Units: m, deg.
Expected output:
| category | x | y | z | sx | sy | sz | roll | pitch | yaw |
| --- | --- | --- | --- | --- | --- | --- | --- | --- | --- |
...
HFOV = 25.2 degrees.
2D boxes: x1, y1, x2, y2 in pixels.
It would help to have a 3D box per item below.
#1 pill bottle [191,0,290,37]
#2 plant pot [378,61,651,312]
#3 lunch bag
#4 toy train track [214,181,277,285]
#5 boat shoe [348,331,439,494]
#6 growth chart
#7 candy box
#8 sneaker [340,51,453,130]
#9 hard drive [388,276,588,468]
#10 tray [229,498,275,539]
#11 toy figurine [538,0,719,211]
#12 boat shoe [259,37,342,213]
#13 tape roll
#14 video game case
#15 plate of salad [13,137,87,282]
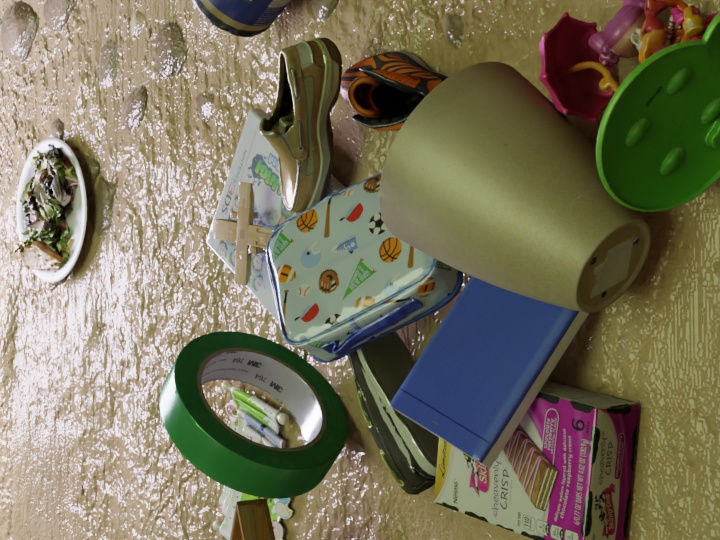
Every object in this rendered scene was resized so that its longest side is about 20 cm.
| category | x | y | z | sx | sy | sz | roll | pitch | yaw |
| --- | --- | --- | --- | --- | --- | --- | --- | --- | --- |
| pill bottle | -0.097 | -0.356 | 1.757 | 0.200 | 0.112 | 0.112 | -44 | 58 | 42 |
| plant pot | 0.151 | -0.055 | 1.414 | 0.200 | 0.187 | 0.188 | 38 | 120 | 34 |
| lunch bag | 0.000 | 0.000 | 1.614 | 0.200 | 0.076 | 0.161 | -29 | 57 | 22 |
| toy train track | -0.094 | -0.036 | 1.781 | 0.200 | 0.032 | 0.115 | 12 | 101 | 52 |
| boat shoe | 0.027 | 0.131 | 1.642 | 0.061 | 0.072 | 0.202 | -46 | 59 | 36 |
| growth chart | -0.123 | 0.240 | 1.872 | 0.145 | 0.018 | 0.201 | 16 | 104 | 49 |
| candy box | 0.158 | 0.171 | 1.491 | 0.200 | 0.061 | 0.137 | 11 | 99 | 51 |
| sneaker | 0.020 | -0.182 | 1.614 | 0.200 | 0.112 | 0.078 | 16 | 102 | 51 |
| hard drive | 0.125 | 0.068 | 1.484 | 0.132 | 0.025 | 0.200 | 28 | 83 | 47 |
| tray | -0.115 | 0.337 | 1.695 | 0.200 | 0.037 | 0.099 | 104 | 157 | -48 |
| toy figurine | 0.232 | -0.177 | 1.362 | 0.200 | 0.150 | 0.184 | -53 | 39 | 9 |
| boat shoe | -0.073 | -0.149 | 1.697 | 0.072 | 0.076 | 0.201 | 40 | 133 | 47 |
| tape roll | -0.113 | 0.151 | 1.713 | 0.201 | 0.200 | 0.048 | 56 | 131 | 34 |
| video game case | -0.096 | -0.057 | 1.828 | 0.200 | 0.024 | 0.182 | 44 | 123 | 41 |
| plate of salad | -0.436 | -0.084 | 2.227 | 0.200 | 0.048 | 0.201 | 1 | 91 | 52 |
